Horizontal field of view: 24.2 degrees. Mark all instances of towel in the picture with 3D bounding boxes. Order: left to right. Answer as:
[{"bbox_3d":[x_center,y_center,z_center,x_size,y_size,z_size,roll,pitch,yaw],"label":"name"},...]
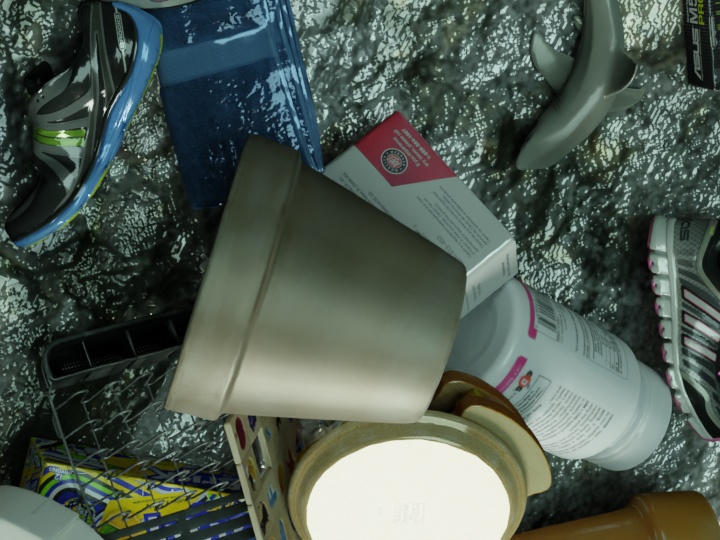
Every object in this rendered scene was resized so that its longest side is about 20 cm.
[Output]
[{"bbox_3d":[-0.097,-0.149,1.248,0.111,0.049,0.200,-13,95,4],"label":"towel"}]

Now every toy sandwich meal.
[{"bbox_3d":[0.041,0.161,1.305,0.205,0.070,0.206,0,127,-1],"label":"toy sandwich meal"}]

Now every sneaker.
[{"bbox_3d":[-0.214,-0.109,1.230,0.083,0.071,0.200,25,108,-8],"label":"sneaker"},{"bbox_3d":[0.302,0.045,1.425,0.087,0.074,0.200,-10,91,21],"label":"sneaker"}]

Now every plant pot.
[{"bbox_3d":[-0.026,0.026,1.161,0.173,0.200,0.200,18,97,-6],"label":"plant pot"},{"bbox_3d":[0.202,0.291,1.428,0.183,0.200,0.201,-1,104,-4],"label":"plant pot"}]

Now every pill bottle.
[{"bbox_3d":[0.158,0.089,1.386,0.200,0.113,0.114,29,92,-33],"label":"pill bottle"}]

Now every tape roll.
[{"bbox_3d":[-0.238,0.252,1.254,0.037,0.202,0.203,-44,119,-44],"label":"tape roll"}]

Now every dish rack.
[{"bbox_3d":[-0.149,0.137,1.268,0.153,0.055,0.200,-14,76,-31],"label":"dish rack"}]

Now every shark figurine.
[{"bbox_3d":[0.192,-0.188,1.353,0.128,0.089,0.215,-8,107,-19],"label":"shark figurine"}]

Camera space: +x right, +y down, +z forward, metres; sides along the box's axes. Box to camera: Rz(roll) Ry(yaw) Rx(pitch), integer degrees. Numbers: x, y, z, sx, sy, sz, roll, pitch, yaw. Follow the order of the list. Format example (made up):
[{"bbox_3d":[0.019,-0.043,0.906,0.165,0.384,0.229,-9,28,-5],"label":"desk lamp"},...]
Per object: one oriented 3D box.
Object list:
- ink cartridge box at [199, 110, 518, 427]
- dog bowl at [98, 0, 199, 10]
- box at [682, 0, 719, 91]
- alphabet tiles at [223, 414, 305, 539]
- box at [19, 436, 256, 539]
[{"bbox_3d":[0.000,0.000,1.294,0.200,0.084,0.145,-39,71,-7],"label":"ink cartridge box"},{"bbox_3d":[-0.153,-0.287,1.177,0.200,0.074,0.201,0,92,-3],"label":"dog bowl"},{"bbox_3d":[0.370,-0.249,1.424,0.200,0.044,0.161,-13,107,-17],"label":"box"},{"bbox_3d":[-0.060,0.178,1.312,0.008,0.167,0.200,-10,105,13],"label":"alphabet tiles"},{"bbox_3d":[-0.165,0.187,1.324,0.200,0.070,0.064,13,97,-22],"label":"box"}]
